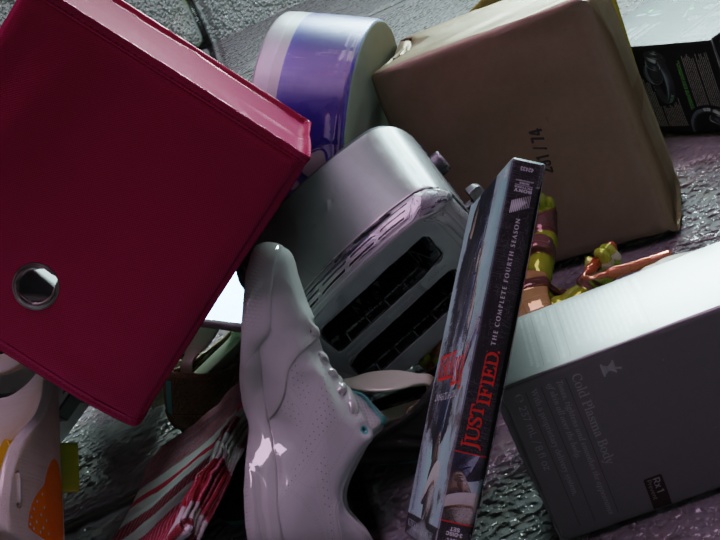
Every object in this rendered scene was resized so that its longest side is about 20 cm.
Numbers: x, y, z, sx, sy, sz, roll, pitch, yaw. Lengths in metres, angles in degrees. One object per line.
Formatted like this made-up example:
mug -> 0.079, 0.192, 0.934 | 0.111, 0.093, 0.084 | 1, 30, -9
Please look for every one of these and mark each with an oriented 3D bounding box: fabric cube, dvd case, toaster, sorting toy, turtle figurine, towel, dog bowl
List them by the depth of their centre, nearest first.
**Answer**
dvd case -> 0.059, 0.050, 0.721 | 0.022, 0.201, 0.146 | 11, -7, -2
fabric cube -> -0.163, -0.054, 0.868 | 0.200, 0.196, 0.200 | -56, 8, 10
towel -> -0.128, 0.152, 0.882 | 0.144, 0.023, 0.200 | -43, 11, 26
sorting toy -> -0.250, 0.123, 0.901 | 0.199, 0.107, 0.181 | -23, 55, 35
toaster -> 0.000, 0.000, 0.936 | 0.200, 0.114, 0.129 | -41, 32, 0
turtle figurine -> 0.125, 0.014, 0.938 | 0.200, 0.064, 0.162 | -35, 32, 21
dog bowl -> -0.025, -0.105, 1.074 | 0.078, 0.201, 0.200 | 6, 28, 14

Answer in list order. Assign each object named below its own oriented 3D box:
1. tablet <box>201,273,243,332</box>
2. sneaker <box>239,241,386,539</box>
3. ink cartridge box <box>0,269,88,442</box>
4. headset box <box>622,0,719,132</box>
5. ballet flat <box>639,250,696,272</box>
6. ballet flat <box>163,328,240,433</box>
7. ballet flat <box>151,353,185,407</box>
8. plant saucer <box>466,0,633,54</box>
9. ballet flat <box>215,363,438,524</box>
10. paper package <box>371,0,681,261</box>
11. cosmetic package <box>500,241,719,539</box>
tablet -> -0.066, 0.020, 1.063 | 0.199, 0.014, 0.130 | 9, 28, -10
sneaker -> -0.029, 0.080, 0.822 | 0.088, 0.201, 0.075 | -4, -13, 1
ink cartridge box -> -0.271, 0.060, 1.059 | 0.146, 0.084, 0.200 | 3, -46, -49
headset box -> 0.320, -0.207, 1.251 | 0.174, 0.093, 0.200 | -35, 22, -27
ballet flat -> 0.174, 0.037, 0.833 | 0.200, 0.072, 0.072 | -29, 20, -12
ballet flat -> -0.093, 0.053, 1.094 | 0.068, 0.073, 0.200 | 4, 33, 41
ballet flat -> -0.187, 0.077, 1.156 | 0.063, 0.067, 0.200 | -65, 10, 0
plant saucer -> 0.181, -0.200, 1.248 | 0.048, 0.201, 0.200 | 7, -30, -33
ballet flat -> -0.017, 0.105, 0.878 | 0.199, 0.069, 0.068 | -21, 21, 12
paper package -> 0.134, -0.109, 1.061 | 0.190, 0.201, 0.104 | -17, 19, 22
cosmetic package -> 0.180, 0.055, 0.723 | 0.199, 0.107, 0.090 | -22, 20, 12
